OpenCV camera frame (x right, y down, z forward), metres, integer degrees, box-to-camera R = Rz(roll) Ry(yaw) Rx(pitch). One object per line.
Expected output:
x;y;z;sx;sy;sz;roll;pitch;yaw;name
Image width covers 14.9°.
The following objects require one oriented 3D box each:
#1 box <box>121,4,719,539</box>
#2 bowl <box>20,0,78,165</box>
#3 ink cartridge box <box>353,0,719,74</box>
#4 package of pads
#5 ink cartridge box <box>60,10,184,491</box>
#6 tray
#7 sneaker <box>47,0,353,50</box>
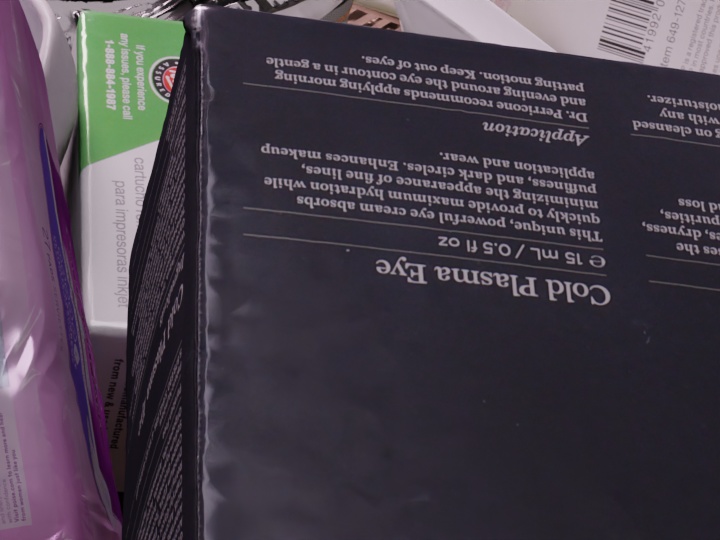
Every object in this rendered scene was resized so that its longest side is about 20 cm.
0.048;0.049;0.642;0.200;0.104;0.182;7;49;-11;box
-0.194;-0.022;0.895;0.199;0.075;0.200;24;80;26;bowl
0.113;-0.157;1.143;0.200;0.148;0.145;21;12;22;ink cartridge box
-0.113;0.014;0.753;0.076;0.121;0.200;-12;76;1;package of pads
0.000;0.000;0.914;0.200;0.083;0.147;5;47;-13;ink cartridge box
0.085;-0.053;1.034;0.200;0.022;0.107;36;14;-12;tray
-0.090;-0.076;1.002;0.200;0.079;0.074;-18;63;-10;sneaker
